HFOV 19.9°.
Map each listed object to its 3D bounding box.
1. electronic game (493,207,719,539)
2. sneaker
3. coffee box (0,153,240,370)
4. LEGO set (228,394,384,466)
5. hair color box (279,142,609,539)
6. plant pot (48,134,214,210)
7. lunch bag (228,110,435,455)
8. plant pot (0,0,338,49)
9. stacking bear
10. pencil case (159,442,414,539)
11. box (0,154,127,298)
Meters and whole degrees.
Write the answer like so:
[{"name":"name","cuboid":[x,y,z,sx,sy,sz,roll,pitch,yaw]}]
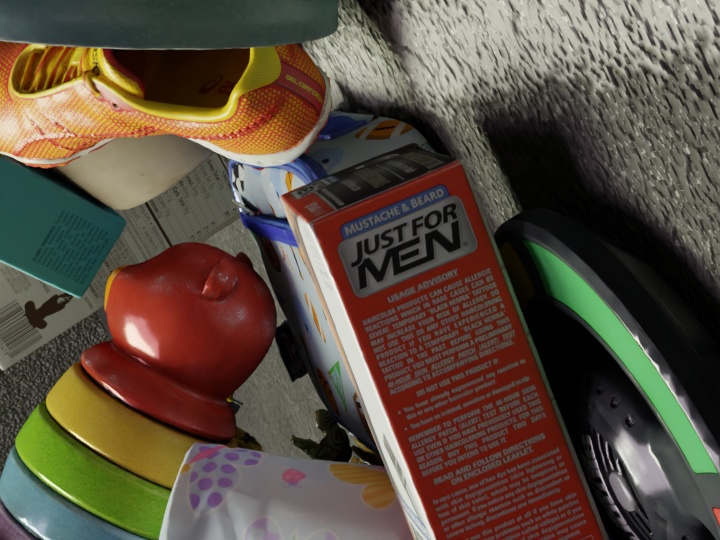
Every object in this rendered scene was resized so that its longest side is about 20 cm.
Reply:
[{"name":"electronic game","cuboid":[0.101,0.069,0.732,0.201,0.041,0.200,59,168,21]},{"name":"sneaker","cuboid":[-0.107,-0.088,0.884,0.077,0.199,0.073,38,-123,-53]},{"name":"coffee box","cuboid":[-0.156,-0.051,1.185,0.114,0.199,0.080,51,172,40]},{"name":"LEGO set","cuboid":[-0.004,0.104,1.051,0.153,0.116,0.200,28,-175,-17]},{"name":"hair color box","cuboid":[0.037,0.058,0.765,0.111,0.064,0.201,-138,27,-80]},{"name":"plant pot","cuboid":[-0.138,-0.131,1.032,0.174,0.200,0.200,49,173,-19]},{"name":"lunch bag","cuboid":[0.000,0.000,0.950,0.161,0.075,0.200,67,167,-11]},{"name":"plant pot","cuboid":[-0.103,-0.166,0.795,0.200,0.199,0.135,-143,55,-65]},{"name":"stacking bear","cuboid":[-0.109,0.079,0.979,0.113,0.201,0.121,29,-173,10]},{"name":"pencil case","cuboid":[0.010,0.131,0.899,0.083,0.199,0.091,-53,-31,-70]},{"name":"box","cuboid":[-0.216,-0.056,1.022,0.200,0.049,0.082,30,-176,-45]}]
